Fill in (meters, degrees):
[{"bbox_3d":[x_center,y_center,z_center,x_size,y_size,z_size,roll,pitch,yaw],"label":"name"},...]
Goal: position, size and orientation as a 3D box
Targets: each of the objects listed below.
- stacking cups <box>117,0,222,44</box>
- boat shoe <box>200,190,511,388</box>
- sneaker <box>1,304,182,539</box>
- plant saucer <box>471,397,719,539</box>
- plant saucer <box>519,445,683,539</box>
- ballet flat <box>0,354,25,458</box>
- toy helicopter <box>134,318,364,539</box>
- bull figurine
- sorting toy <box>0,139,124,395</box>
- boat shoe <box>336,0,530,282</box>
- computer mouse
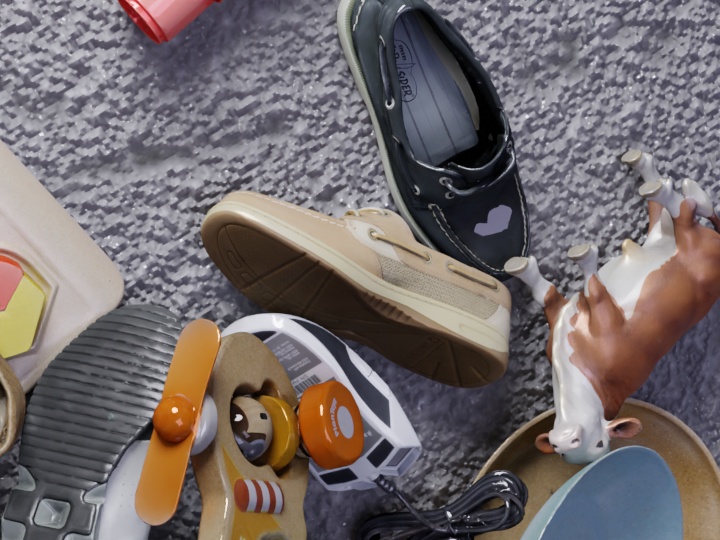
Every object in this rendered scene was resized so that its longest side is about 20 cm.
[{"bbox_3d":[-0.047,-0.200,0.963,0.200,0.060,0.061,-43,114,-5],"label":"stacking cups"},{"bbox_3d":[0.000,0.000,1.020,0.199,0.071,0.065,28,55,-24],"label":"boat shoe"},{"bbox_3d":[-0.141,0.117,0.956,0.089,0.074,0.201,62,46,-61],"label":"sneaker"},{"bbox_3d":[0.139,0.175,1.122,0.199,0.035,0.202,-3,98,-22],"label":"plant saucer"},{"bbox_3d":[0.124,0.196,1.050,0.200,0.039,0.203,-21,118,-47],"label":"plant saucer"},{"bbox_3d":[-0.228,0.019,0.878,0.068,0.072,0.201,-34,113,-10],"label":"ballet flat"},{"bbox_3d":[-0.068,0.117,0.914,0.078,0.201,0.132,-15,136,25],"label":"toy helicopter"},{"bbox_3d":[0.153,0.022,1.069,0.200,0.065,0.122,-44,121,-32],"label":"bull figurine"},{"bbox_3d":[-0.245,0.014,0.926,0.200,0.036,0.185,-45,114,-9],"label":"sorting toy"},{"bbox_3d":[0.054,-0.074,1.021,0.074,0.066,0.200,-28,111,-17],"label":"boat shoe"},{"bbox_3d":[-0.002,0.090,1.031,0.109,0.044,0.200,-29,113,30],"label":"computer mouse"}]
